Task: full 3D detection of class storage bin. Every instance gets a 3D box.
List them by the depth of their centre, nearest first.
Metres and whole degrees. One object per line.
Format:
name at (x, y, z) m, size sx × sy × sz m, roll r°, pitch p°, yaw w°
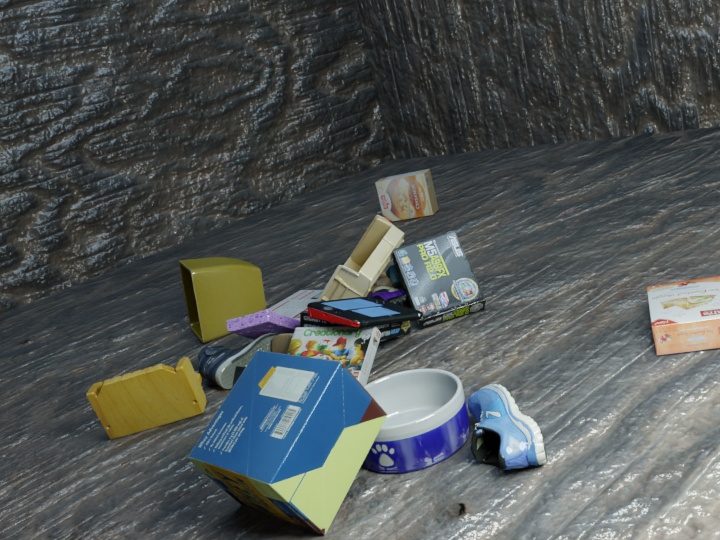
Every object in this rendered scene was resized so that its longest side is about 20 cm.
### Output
storage bin at (0.000, 0.000, 1.876) m, size 0.201 × 0.093 × 0.199 m, roll -53°, pitch -2°, yaw -42°

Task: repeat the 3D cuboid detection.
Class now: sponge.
sponge at (-0.205, 0.132, 1.793) m, size 0.110 × 0.030 × 0.199 m, roll -17°, pitch -20°, yaw 22°

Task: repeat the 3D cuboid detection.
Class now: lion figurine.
lion figurine at (0.061, 0.041, 2.032) m, size 0.121 × 0.073 × 0.200 m, roll 4°, pitch 37°, yaw 33°

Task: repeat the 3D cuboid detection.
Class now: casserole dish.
casserole dish at (0.154, 0.027, 1.886) m, size 0.196 × 0.039 × 0.121 m, roll 2°, pitch -25°, yaw 18°

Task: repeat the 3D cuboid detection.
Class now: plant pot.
plant pot at (-0.368, 0.060, 2.136) m, size 0.197 × 0.199 × 0.194 m, roll -13°, pitch 13°, yaw -21°

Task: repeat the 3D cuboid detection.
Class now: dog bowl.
dog bowl at (0.074, 0.236, 1.253) m, size 0.196 × 0.080 × 0.200 m, roll -15°, pitch 14°, yaw 4°

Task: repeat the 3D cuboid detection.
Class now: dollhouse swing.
dollhouse swing at (-0.437, 0.231, 1.636) m, size 0.196 × 0.184 × 0.177 m, roll -15°, pitch 35°, yaw -1°

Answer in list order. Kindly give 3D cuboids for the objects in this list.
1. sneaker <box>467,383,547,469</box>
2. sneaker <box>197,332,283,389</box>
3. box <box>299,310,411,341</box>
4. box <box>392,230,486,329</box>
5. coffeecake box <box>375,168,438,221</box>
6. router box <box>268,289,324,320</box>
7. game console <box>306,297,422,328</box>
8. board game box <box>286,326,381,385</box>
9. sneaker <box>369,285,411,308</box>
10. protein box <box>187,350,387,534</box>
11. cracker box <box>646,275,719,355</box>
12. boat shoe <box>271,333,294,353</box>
sneaker at (0.195, 0.231, 1.158) m, size 0.088 × 0.080 × 0.200 m, roll -15°, pitch 15°, yaw -10°
sneaker at (-0.273, 0.190, 1.774) m, size 0.201 × 0.078 × 0.145 m, roll -26°, pitch 20°, yaw -36°
box at (-0.011, 0.115, 1.714) m, size 0.197 × 0.047 × 0.158 m, roll 5°, pitch 6°, yaw 35°
box at (0.175, 0.019, 1.779) m, size 0.157 × 0.045 × 0.202 m, roll -16°, pitch 57°, yaw -5°
coffeecake box at (0.169, -0.271, 2.860) m, size 0.197 × 0.156 × 0.073 m, roll -7°, pitch 15°, yaw 28°
router box at (-0.148, 0.107, 2.003) m, size 0.177 × 0.050 × 0.199 m, roll -2°, pitch 20°, yaw 41°
game console at (0.006, 0.085, 1.627) m, size 0.198 × 0.032 × 0.175 m, roll -5°, pitch 8°, yaw -44°
board game box at (-0.064, 0.174, 1.579) m, size 0.197 × 0.035 × 0.128 m, roll -4°, pitch 50°, yaw 30°
sneaker at (0.095, 0.083, 1.835) m, size 0.197 × 0.071 × 0.100 m, roll -8°, pitch 24°, yaw 35°
protein box at (-0.106, 0.243, 1.151) m, size 0.198 × 0.135 × 0.200 m, roll 0°, pitch 49°, yaw 45°
cracker box at (0.579, 0.076, 1.378) m, size 0.132 × 0.059 × 0.200 m, roll -10°, pitch 16°, yaw 20°
boat shoe at (-0.107, 0.172, 1.699) m, size 0.197 × 0.074 × 0.064 m, roll -2°, pitch 2°, yaw 36°
